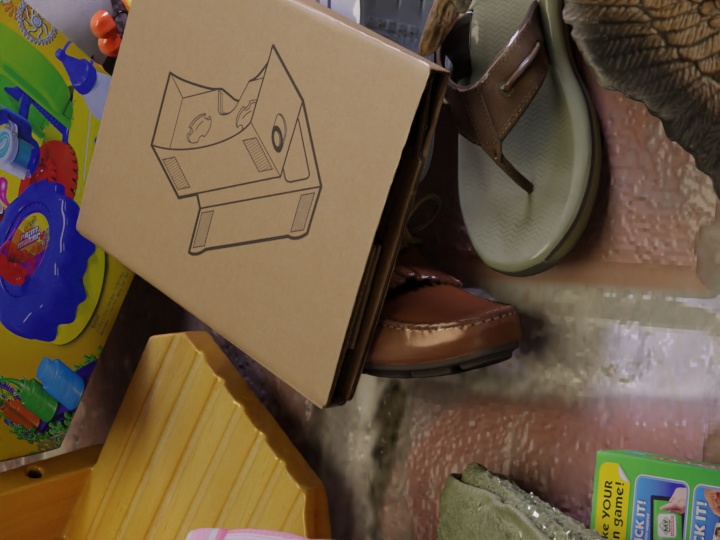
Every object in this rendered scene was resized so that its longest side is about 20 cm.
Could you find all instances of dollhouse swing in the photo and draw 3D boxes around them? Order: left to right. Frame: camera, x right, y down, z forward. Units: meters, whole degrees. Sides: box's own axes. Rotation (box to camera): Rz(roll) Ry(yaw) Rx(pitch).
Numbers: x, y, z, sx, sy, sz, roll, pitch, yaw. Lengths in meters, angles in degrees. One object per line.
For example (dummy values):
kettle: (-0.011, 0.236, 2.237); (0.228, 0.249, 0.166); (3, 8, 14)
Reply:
dollhouse swing: (-0.138, 0.153, 1.044); (0.200, 0.181, 0.176); (50, 141, 37)

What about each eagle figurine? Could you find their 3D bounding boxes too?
eagle figurine: (0.132, -0.122, 0.765); (0.199, 0.152, 0.151); (26, 63, 15)

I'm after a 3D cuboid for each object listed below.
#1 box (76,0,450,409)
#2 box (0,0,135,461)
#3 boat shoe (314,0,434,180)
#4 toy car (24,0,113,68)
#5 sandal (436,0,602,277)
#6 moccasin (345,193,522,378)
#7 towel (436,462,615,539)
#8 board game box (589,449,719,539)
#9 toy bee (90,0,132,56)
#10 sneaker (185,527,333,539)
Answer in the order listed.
box: (-0.053, -0.053, 0.953); (0.200, 0.021, 0.164); (33, 114, 40)
box: (-0.224, -0.032, 1.067); (0.122, 0.192, 0.201); (-15, 45, 44)
boat shoe: (0.002, -0.131, 0.970); (0.067, 0.073, 0.201); (-8, 68, 55)
toy car: (-0.212, -0.161, 1.170); (0.176, 0.184, 0.201); (-11, 107, 45)
sandal: (0.061, -0.096, 0.925); (0.080, 0.057, 0.202); (-13, 78, 45)
moccasin: (0.001, 0.000, 0.974); (0.201, 0.073, 0.078); (26, 117, 54)
towel: (0.077, 0.173, 0.862); (0.200, 0.036, 0.149); (-157, 73, -66)
board game box: (0.147, 0.182, 0.834); (0.134, 0.029, 0.201); (5, 90, 46)
toy bee: (-0.096, -0.163, 1.045); (0.200, 0.108, 0.131); (-119, 7, -47)
sneaker: (-0.020, 0.201, 0.952); (0.076, 0.104, 0.201); (-84, -11, -54)
